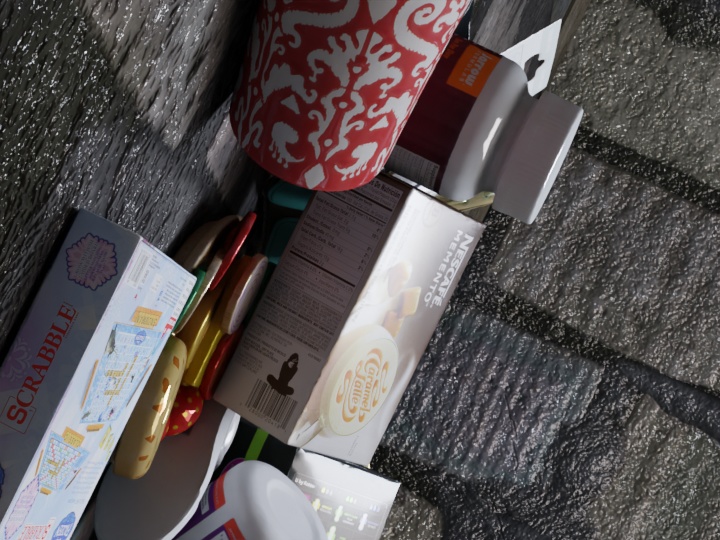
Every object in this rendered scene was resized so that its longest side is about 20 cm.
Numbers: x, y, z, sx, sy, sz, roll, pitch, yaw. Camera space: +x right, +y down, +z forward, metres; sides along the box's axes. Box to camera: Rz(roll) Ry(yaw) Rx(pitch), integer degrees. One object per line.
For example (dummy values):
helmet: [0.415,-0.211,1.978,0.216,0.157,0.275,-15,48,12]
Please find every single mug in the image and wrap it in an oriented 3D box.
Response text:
mug: [0.006,-0.167,1.272,0.178,0.133,0.201,-54,171,-47]

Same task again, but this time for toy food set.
toy food set: [-0.119,0.050,1.425,0.199,0.048,0.200,-64,173,-2]

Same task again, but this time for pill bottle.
pill bottle: [-0.126,0.240,1.574,0.200,0.113,0.112,-36,-179,17]
pill bottle: [0.051,-0.117,1.469,0.110,0.199,0.110,-63,173,-14]

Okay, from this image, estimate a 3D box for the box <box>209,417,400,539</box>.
box: [-0.084,0.235,1.711,0.124,0.148,0.201,23,85,-38]

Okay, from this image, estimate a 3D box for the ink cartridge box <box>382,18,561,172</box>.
ink cartridge box: [0.060,-0.144,1.649,0.199,0.047,0.160,-28,167,-6]

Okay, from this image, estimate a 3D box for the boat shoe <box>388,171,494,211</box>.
boat shoe: [0.023,-0.045,1.718,0.199,0.063,0.073,-27,178,12]

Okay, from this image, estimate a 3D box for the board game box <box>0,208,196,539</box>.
board game box: [-0.168,0.074,1.177,0.200,0.041,0.200,-64,173,-5]

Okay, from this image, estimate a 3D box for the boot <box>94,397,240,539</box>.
boot: [-0.134,0.146,1.538,0.096,0.073,0.201,94,21,-55]

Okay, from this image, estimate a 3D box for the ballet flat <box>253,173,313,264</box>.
ballet flat: [-0.044,-0.062,1.579,0.200,0.067,0.076,115,-17,-61]

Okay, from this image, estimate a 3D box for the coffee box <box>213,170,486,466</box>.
coffee box: [-0.007,0.029,1.487,0.114,0.080,0.201,24,93,-57]

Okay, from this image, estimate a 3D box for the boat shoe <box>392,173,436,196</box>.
boat shoe: [0.000,0.000,1.584,0.200,0.066,0.072,-46,172,-13]

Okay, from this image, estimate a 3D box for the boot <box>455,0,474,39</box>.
boot: [0.049,-0.201,1.664,0.168,0.076,0.201,-52,163,-66]
